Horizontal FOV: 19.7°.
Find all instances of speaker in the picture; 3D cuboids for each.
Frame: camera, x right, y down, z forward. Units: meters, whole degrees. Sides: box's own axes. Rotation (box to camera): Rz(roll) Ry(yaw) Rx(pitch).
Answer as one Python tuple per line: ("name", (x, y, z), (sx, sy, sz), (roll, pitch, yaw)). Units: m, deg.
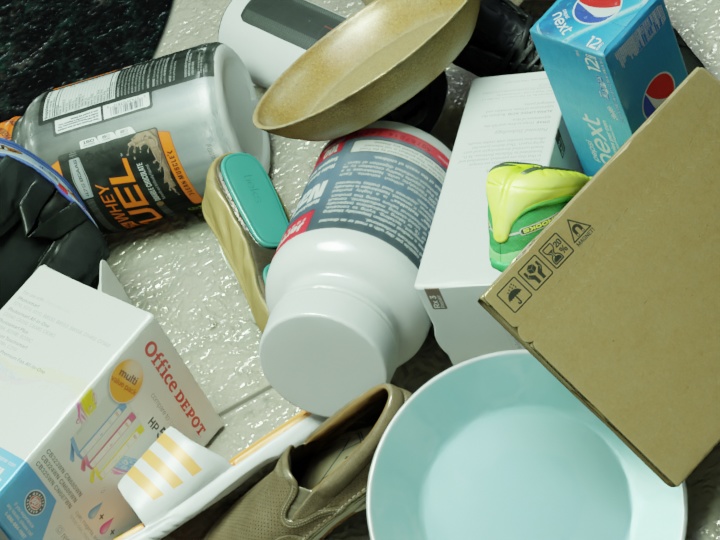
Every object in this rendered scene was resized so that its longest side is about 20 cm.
("speaker", (-0.023, -0.163, 1.643), (0.081, 0.082, 0.199), (-44, 45, -17))

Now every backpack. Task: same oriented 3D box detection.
("backpack", (-0.285, 0.001, 1.538), (0.190, 0.200, 0.154), (-42, 25, 5))

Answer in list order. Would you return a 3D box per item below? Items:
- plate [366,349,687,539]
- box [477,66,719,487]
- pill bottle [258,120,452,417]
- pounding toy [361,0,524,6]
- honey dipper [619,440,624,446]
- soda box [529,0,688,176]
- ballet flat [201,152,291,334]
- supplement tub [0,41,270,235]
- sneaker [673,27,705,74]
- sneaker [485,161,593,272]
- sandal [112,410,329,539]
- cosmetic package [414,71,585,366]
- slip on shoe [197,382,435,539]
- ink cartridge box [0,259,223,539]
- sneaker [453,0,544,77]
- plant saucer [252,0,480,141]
("plate", (0.102, 0.146, 1.282), (0.198, 0.026, 0.202), (-1, 65, 3))
("box", (0.195, 0.003, 1.238), (0.163, 0.021, 0.200), (44, 81, 5))
("pill bottle", (0.000, 0.000, 1.421), (0.118, 0.120, 0.201), (-6, 36, 22))
("pounding toy", (0.054, -0.279, 1.643), (0.185, 0.142, 0.199), (-52, 22, -24))
("honey dipper", (0.127, 0.097, 1.353), (0.198, 0.038, 0.038), (2, 50, 34))
("soda box", (0.183, -0.101, 1.387), (0.068, 0.201, 0.064), (26, 64, 41))
("ballet flat", (-0.064, 0.003, 1.516), (0.068, 0.063, 0.201), (-2, 52, -33))
("supplement tub", (-0.181, -0.097, 1.628), (0.198, 0.123, 0.123), (-15, 44, 15))
("sneaker", (0.196, -0.170, 1.534), (0.073, 0.082, 0.200), (-30, 44, -7))
("sneaker", (0.140, -0.020, 1.329), (0.074, 0.199, 0.084), (15, 94, 42))
("sandal", (-0.105, 0.126, 1.404), (0.206, 0.059, 0.079), (-34, -1, -15))
("cosmetic package", (0.108, -0.029, 1.424), (0.080, 0.113, 0.201), (-4, 49, 24))
("slip on shoe", (-0.037, 0.141, 1.350), (0.199, 0.061, 0.076), (-30, 41, 18))
("ink cartridge box", (-0.204, 0.104, 1.444), (0.125, 0.129, 0.200), (21, 62, 39))
("sneaker", (0.118, -0.160, 1.519), (0.060, 0.104, 0.199), (-59, 23, -7))
("plant saucer", (0.013, -0.150, 1.488), (0.199, 0.036, 0.201), (-32, 18, 12))
